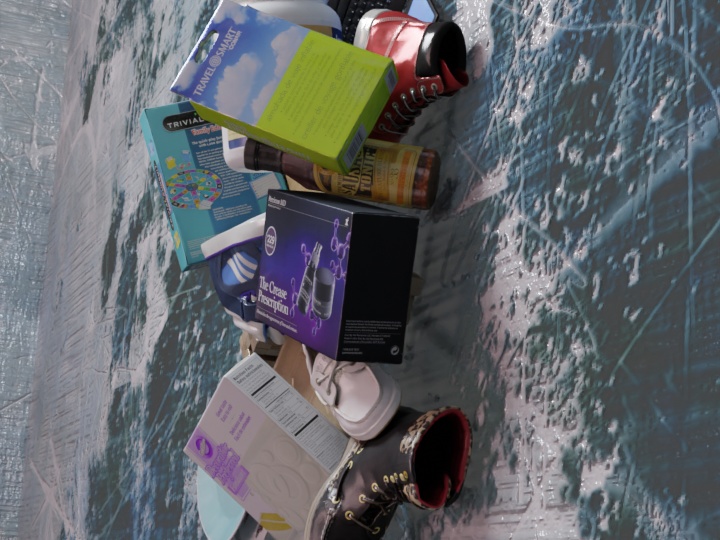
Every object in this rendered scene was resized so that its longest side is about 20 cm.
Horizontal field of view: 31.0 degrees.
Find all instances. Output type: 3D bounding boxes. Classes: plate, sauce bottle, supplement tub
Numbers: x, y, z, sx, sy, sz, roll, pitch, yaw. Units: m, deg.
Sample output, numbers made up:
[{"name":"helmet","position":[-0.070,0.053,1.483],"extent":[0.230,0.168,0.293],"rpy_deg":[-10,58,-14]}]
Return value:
[{"name":"plate","position":[-0.151,0.226,1.543],"extent":[0.200,0.025,0.202],"rpy_deg":[-32,54,59]},{"name":"sauce bottle","position":[-0.020,-0.106,1.320],"extent":[0.066,0.198,0.067],"rpy_deg":[8,-90,-79]},{"name":"supplement tub","position":[-0.087,-0.215,1.428],"extent":[0.144,0.143,0.202],"rpy_deg":[174,91,-66]}]

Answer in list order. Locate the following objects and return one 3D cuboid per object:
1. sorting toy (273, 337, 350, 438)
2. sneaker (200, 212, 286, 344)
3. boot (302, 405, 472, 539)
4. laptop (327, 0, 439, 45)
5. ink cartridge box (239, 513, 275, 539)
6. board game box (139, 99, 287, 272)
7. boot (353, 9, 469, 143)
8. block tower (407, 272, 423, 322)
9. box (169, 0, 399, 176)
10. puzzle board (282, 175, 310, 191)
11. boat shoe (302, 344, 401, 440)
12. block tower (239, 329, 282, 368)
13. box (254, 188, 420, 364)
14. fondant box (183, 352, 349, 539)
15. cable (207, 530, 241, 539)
[{"name":"sorting toy","position":[-0.036,0.123,1.485],"extent":[0.186,0.036,0.200],"rpy_deg":[-67,32,29]},{"name":"sneaker","position":[-0.099,0.010,1.493],"extent":[0.200,0.080,0.147],"rpy_deg":[-18,98,53]},{"name":"boot","position":[0.025,0.212,1.219],"extent":[0.150,0.073,0.201],"rpy_deg":[-18,41,61]},{"name":"laptop","position":[-0.008,-0.255,1.450],"extent":[0.103,0.199,0.178],"rpy_deg":[-33,-30,-58]},{"name":"ink cartridge box","position":[-0.105,0.246,1.547],"extent":[0.200,0.067,0.117],"rpy_deg":[-112,38,-50]},{"name":"board game box","position":[-0.174,-0.115,1.610],"extent":[0.047,0.150,0.201],"rpy_deg":[148,106,-70]},{"name":"boot","position":[0.045,-0.161,1.337],"extent":[0.144,0.072,0.201],"rpy_deg":[23,107,46]},{"name":"block tower","position":[0.000,0.000,1.394],"extent":[0.200,0.054,0.058],"rpy_deg":[-139,60,-63]},{"name":"box","position":[-0.076,-0.186,1.301],"extent":[0.122,0.199,0.048],"rpy_deg":[-62,-20,-14]},{"name":"puzzle board","position":[-0.078,-0.124,1.592],"extent":[0.200,0.017,0.152],"rpy_deg":[123,129,-62]},{"name":"boat shoe","position":[-0.020,0.108,1.298],"extent":[0.071,0.069,0.200],"rpy_deg":[-49,22,-2]},{"name":"block tower","position":[-0.095,0.047,1.612],"extent":[0.058,0.054,0.201],"rpy_deg":[-109,35,-45]},{"name":"box","position":[-0.028,0.001,1.279],"extent":[0.200,0.078,0.142],"rpy_deg":[19,102,61]},{"name":"fondant box","position":[-0.081,0.206,1.375],"extent":[0.200,0.058,0.145],"rpy_deg":[42,133,11]},{"name":"cable","position":[-0.148,0.402,1.590],"extent":[0.200,0.069,0.201],"rpy_deg":[-129,52,-60]}]
